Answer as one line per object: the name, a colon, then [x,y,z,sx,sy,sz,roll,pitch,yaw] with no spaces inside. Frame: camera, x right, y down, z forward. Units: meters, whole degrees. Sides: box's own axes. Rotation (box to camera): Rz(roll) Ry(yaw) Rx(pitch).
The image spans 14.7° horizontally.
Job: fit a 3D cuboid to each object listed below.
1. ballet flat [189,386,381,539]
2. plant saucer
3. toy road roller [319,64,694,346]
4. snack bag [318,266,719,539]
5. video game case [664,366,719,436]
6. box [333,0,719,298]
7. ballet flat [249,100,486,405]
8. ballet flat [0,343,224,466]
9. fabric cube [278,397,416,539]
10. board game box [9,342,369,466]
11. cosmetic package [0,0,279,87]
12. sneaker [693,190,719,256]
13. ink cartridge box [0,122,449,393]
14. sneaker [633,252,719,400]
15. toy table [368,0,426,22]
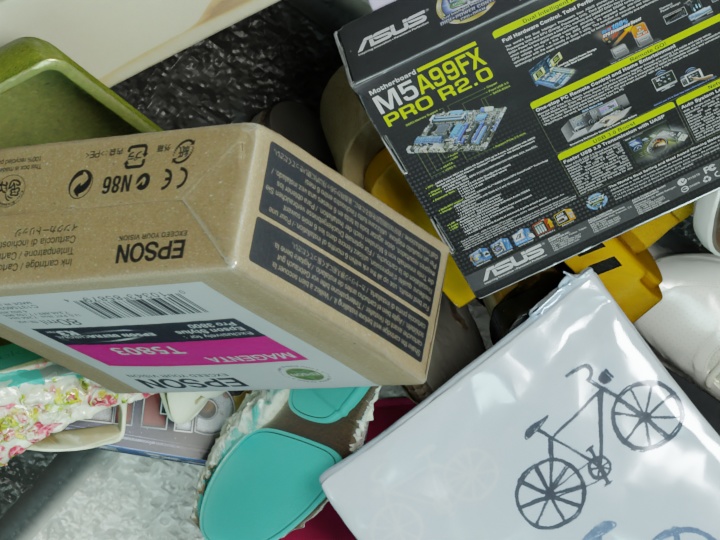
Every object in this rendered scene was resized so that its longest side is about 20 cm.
ballet flat: [-0.024,0.066,1.447,0.071,0.072,0.200,25,127,-12]
plant saucer: [-0.181,-0.040,1.402,0.199,0.048,0.200,-26,148,19]
toy road roller: [0.088,-0.051,1.455,0.146,0.123,0.200,-39,117,10]
snack bag: [0.101,0.130,1.417,0.188,0.021,0.200,-38,89,3]
video game case: [0.229,0.146,1.531,0.025,0.200,0.181,-36,118,-10]
box: [0.110,-0.089,1.314,0.199,0.044,0.160,-25,132,9]
ballet flat: [0.000,0.000,1.493,0.046,0.067,0.200,-37,88,38]
ballet flat: [-0.122,0.056,1.471,0.199,0.076,0.064,-14,110,-1]
fabric cube: [0.043,0.204,1.568,0.199,0.200,0.197,-5,123,6]
board game box: [-0.089,0.037,1.519,0.199,0.035,0.136,9,81,-3]
cosmetic package: [-0.131,-0.147,1.413,0.199,0.105,0.071,-24,120,19]
sneaker: [0.213,-0.106,1.418,0.073,0.085,0.201,15,104,-34]
ink cartridge box: [-0.085,-0.001,1.319,0.199,0.076,0.165,-4,157,35]
sneaker: [0.230,0.061,1.538,0.200,0.080,0.070,33,120,-15]
toy table: [0.048,-0.194,1.311,0.183,0.117,0.201,-4,134,-11]
